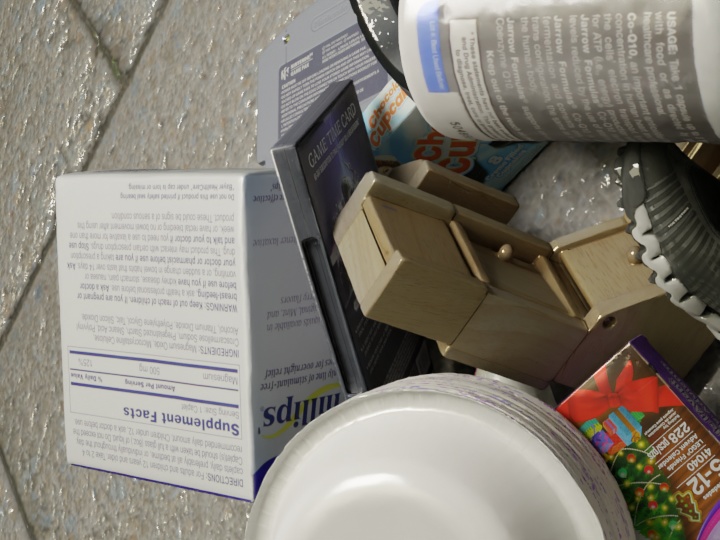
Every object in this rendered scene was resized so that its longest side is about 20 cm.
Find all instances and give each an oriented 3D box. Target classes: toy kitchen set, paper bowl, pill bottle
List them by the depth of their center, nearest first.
[{"bbox_3d":[0.128,-0.113,0.633,0.199,0.114,0.114,4,83,31],"label":"pill bottle"},{"bbox_3d":[0.034,0.157,0.725,0.200,0.104,0.202,1,93,24],"label":"paper bowl"},{"bbox_3d":[0.106,-0.057,0.795,0.181,0.199,0.163,-57,31,24],"label":"toy kitchen set"}]

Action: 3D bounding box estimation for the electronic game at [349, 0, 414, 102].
[{"bbox_3d":[0.043,-0.180,0.797,0.200,0.042,0.201,42,141,47],"label":"electronic game"}]

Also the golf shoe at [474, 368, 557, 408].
[{"bbox_3d":[0.118,0.132,0.839,0.091,0.075,0.201,-19,73,38],"label":"golf shoe"}]

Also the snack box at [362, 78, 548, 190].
[{"bbox_3d":[0.084,-0.115,0.905,0.200,0.116,0.037,-47,47,34],"label":"snack box"}]

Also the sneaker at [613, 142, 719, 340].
[{"bbox_3d":[0.201,0.002,0.692,0.090,0.200,0.067,-24,25,33],"label":"sneaker"}]

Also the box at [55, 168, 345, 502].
[{"bbox_3d":[-0.100,0.034,0.935,0.184,0.105,0.201,3,96,41],"label":"box"}]

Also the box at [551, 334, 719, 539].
[{"bbox_3d":[0.121,0.151,0.765,0.200,0.039,0.137,-46,78,19],"label":"box"}]

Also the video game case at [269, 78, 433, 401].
[{"bbox_3d":[0.000,0.000,0.849,0.019,0.143,0.201,-12,108,17],"label":"video game case"}]

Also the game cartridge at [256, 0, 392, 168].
[{"bbox_3d":[-0.011,-0.152,1.104,0.200,0.041,0.134,-19,69,48],"label":"game cartridge"}]
